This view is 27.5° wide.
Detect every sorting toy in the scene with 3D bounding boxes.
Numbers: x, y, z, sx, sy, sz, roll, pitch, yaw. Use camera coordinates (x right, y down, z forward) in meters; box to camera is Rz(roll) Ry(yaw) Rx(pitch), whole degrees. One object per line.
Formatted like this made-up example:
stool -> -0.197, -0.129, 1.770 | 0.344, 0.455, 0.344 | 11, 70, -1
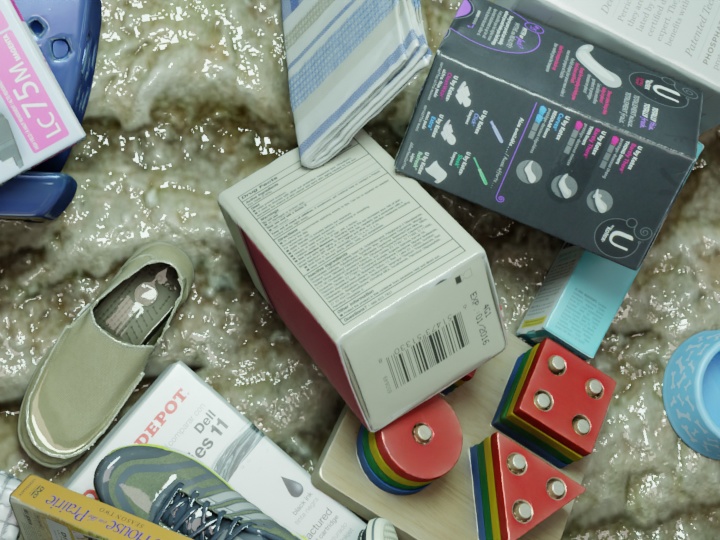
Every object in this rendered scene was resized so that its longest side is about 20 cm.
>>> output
sorting toy -> 0.094, 0.124, 1.139 | 0.199, 0.070, 0.200 | 33, 59, -9

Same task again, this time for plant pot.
plant pot -> -0.294, -0.128, 1.084 | 0.198, 0.200, 0.182 | 2, 90, -9

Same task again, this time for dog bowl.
dog bowl -> 0.352, 0.083, 1.236 | 0.199, 0.050, 0.112 | -26, 88, -11

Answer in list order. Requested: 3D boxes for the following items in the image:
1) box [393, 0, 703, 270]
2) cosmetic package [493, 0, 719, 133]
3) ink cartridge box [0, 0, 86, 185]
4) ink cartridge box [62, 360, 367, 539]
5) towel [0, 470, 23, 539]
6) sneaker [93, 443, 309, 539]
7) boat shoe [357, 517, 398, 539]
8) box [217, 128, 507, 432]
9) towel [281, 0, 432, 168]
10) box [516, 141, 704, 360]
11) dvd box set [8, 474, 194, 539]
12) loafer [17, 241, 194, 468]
box -> 0.141, -0.105, 1.097 | 0.199, 0.122, 0.107 | 23, 124, 3
cosmetic package -> 0.227, -0.227, 1.191 | 0.199, 0.167, 0.167 | 25, 80, -5
ink cartridge box -> -0.297, -0.093, 0.974 | 0.199, 0.042, 0.120 | -29, 99, -2
ink cartridge box -> -0.116, 0.186, 1.129 | 0.200, 0.083, 0.147 | 41, 79, -3
towel -> -0.347, 0.222, 1.090 | 0.164, 0.086, 0.202 | 19, 82, -5
sneaker -> -0.099, 0.185, 1.048 | 0.199, 0.081, 0.074 | 30, 79, -6
boat shoe -> -0.001, 0.276, 1.114 | 0.062, 0.075, 0.202 | 7, 118, 7
box -> 0.000, 0.000, 1.105 | 0.127, 0.109, 0.200 | -30, 45, -11
towel -> -0.007, -0.189, 1.129 | 0.024, 0.147, 0.201 | 22, 42, -33
box -> 0.204, -0.024, 1.208 | 0.049, 0.082, 0.201 | 31, 80, -6
dvd box set -> -0.151, 0.232, 1.049 | 0.199, 0.147, 0.029 | 15, 45, 27
loafer -> -0.199, 0.060, 1.138 | 0.075, 0.068, 0.201 | 32, 80, -4
